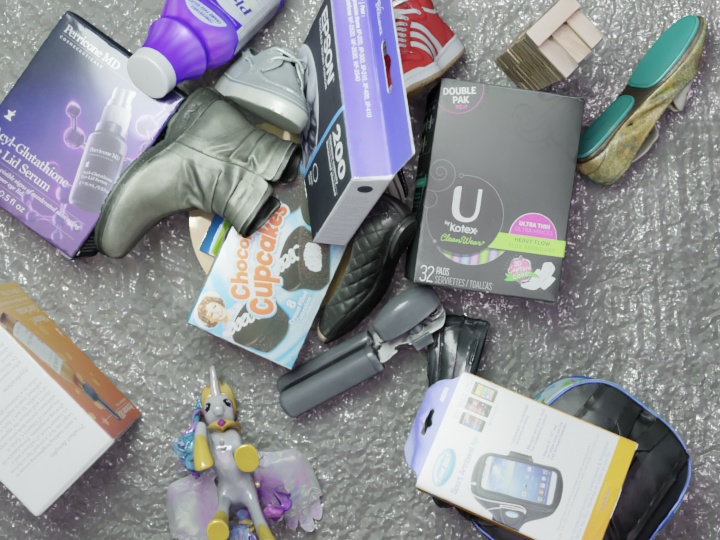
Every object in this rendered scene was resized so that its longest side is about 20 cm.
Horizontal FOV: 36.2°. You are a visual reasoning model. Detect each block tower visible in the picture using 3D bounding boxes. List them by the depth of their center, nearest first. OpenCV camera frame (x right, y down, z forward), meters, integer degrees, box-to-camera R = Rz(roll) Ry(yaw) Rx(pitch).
[{"bbox_3d":[0.179,-0.214,1.066,0.054,0.200,0.058,-45,93,2],"label":"block tower"}]

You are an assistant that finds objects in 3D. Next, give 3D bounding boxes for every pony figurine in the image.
[{"bbox_3d":[-0.123,0.213,1.105,0.165,0.200,0.195,-14,109,-7],"label":"pony figurine"}]

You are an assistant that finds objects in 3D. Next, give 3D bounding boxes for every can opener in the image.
[{"bbox_3d":[-0.004,0.076,1.134,0.199,0.053,0.067,-29,123,7],"label":"can opener"}]

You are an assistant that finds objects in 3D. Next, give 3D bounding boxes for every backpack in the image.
[{"bbox_3d":[0.217,0.210,1.112,0.183,0.147,0.200,40,89,3],"label":"backpack"}]

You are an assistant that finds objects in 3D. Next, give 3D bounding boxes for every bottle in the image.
[{"bbox_3d":[-0.151,-0.243,1.076,0.083,0.065,0.200,37,53,0],"label":"bottle"}]

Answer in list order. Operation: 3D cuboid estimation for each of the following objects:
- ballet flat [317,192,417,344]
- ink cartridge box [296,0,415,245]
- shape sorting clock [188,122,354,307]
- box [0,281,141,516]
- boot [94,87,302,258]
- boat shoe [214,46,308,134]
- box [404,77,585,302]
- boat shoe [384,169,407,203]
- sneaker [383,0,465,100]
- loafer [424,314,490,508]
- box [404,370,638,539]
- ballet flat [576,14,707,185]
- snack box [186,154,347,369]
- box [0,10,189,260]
[{"bbox_3d":[0.000,0.000,1.111,0.057,0.066,0.201,42,131,17],"label":"ballet flat"},{"bbox_3d":[-0.013,-0.152,1.014,0.043,0.200,0.200,0,69,-20],"label":"ink cartridge box"},{"bbox_3d":[-0.079,-0.054,1.149,0.198,0.039,0.202,0,92,-12],"label":"shape sorting clock"},{"bbox_3d":[-0.335,0.121,1.098,0.106,0.152,0.200,-44,93,1],"label":"box"},{"bbox_3d":[-0.155,-0.070,1.058,0.130,0.068,0.201,36,85,14],"label":"boot"},{"bbox_3d":[-0.090,-0.185,1.066,0.070,0.201,0.072,29,94,-26],"label":"boat shoe"},{"bbox_3d":[0.131,-0.079,1.110,0.147,0.124,0.202,8,92,-3],"label":"box"},{"bbox_3d":[0.017,-0.159,1.125,0.062,0.075,0.202,-15,83,-19],"label":"boat shoe"},{"bbox_3d":[0.034,-0.226,1.067,0.071,0.200,0.113,-30,101,27],"label":"sneaker"},{"bbox_3d":[0.103,0.147,1.148,0.070,0.068,0.202,2,89,9],"label":"loafer"},{"bbox_3d":[0.144,0.179,1.030,0.199,0.042,0.120,22,78,14],"label":"box"},{"bbox_3d":[0.299,-0.172,1.144,0.071,0.071,0.200,39,91,-3],"label":"ballet flat"},{"bbox_3d":[-0.082,-0.016,1.110,0.116,0.037,0.201,25,86,-11],"label":"snack box"},{"bbox_3d":[-0.282,-0.133,1.111,0.148,0.104,0.201,35,92,-2],"label":"box"}]
